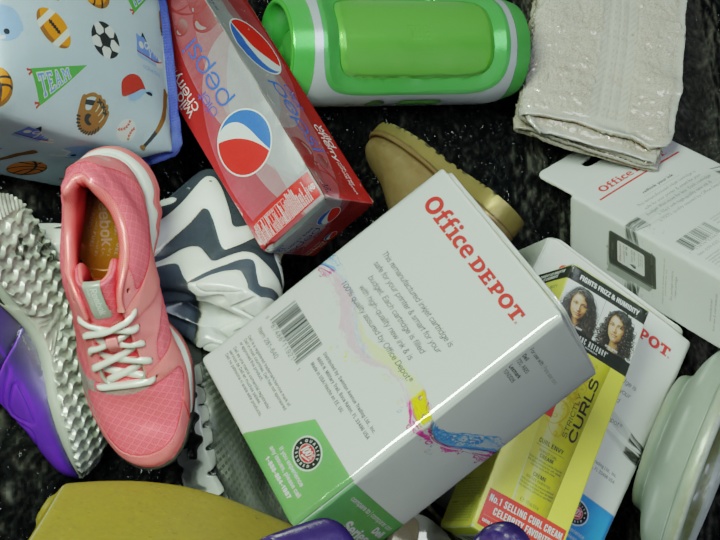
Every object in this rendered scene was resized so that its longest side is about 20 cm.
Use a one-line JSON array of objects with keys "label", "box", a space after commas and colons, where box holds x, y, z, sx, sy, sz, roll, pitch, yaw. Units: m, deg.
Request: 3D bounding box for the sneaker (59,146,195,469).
[{"label": "sneaker", "box": [-0.153, 0.027, 0.805, 0.073, 0.087, 0.203, -10, 94, 6]}]

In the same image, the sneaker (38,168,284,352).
[{"label": "sneaker", "box": [-0.142, -0.017, 0.917, 0.197, 0.080, 0.130, 5, 35, 9]}]

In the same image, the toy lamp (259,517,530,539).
[{"label": "toy lamp", "box": [0.020, 0.174, 0.776, 0.198, 0.058, 0.059, 10, 74, -40]}]

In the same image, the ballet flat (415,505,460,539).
[{"label": "ballet flat", "box": [0.067, 0.228, 0.955, 0.069, 0.069, 0.200, -43, 97, -25]}]

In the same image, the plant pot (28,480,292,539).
[{"label": "plant pot", "box": [-0.128, 0.236, 0.772, 0.199, 0.194, 0.197, 32, 105, -6]}]

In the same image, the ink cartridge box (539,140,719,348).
[{"label": "ink cartridge box", "box": [0.248, -0.034, 1.055, 0.115, 0.200, 0.067, -29, 132, -25]}]

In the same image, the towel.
[{"label": "towel", "box": [0.198, -0.182, 1.089, 0.131, 0.035, 0.202, 14, 63, -6]}]

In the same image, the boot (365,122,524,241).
[{"label": "boot", "box": [0.000, 0.000, 0.960, 0.200, 0.175, 0.066, -48, 129, -3]}]

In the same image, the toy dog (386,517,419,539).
[{"label": "toy dog", "box": [0.026, 0.263, 0.876, 0.130, 0.096, 0.203, 6, 95, -5]}]

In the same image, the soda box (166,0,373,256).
[{"label": "soda box", "box": [-0.076, -0.108, 0.921, 0.201, 0.063, 0.070, 59, 24, 18]}]

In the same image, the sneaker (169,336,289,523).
[{"label": "sneaker", "box": [-0.080, 0.140, 0.913, 0.090, 0.066, 0.202, -12, 84, -32]}]

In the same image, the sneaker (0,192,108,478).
[{"label": "sneaker", "box": [-0.231, 0.046, 0.863, 0.070, 0.098, 0.202, -59, 137, -56]}]

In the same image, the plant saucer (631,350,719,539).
[{"label": "plant saucer", "box": [0.249, 0.138, 1.012, 0.050, 0.201, 0.201, 22, 66, 22]}]

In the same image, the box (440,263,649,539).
[{"label": "box", "box": [0.129, 0.101, 0.924, 0.075, 0.050, 0.202, 31, 70, -15]}]

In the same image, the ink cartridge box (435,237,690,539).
[{"label": "ink cartridge box", "box": [0.139, 0.101, 1.003, 0.145, 0.084, 0.201, 35, 68, -12]}]

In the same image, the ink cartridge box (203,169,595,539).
[{"label": "ink cartridge box", "box": [0.023, 0.059, 0.824, 0.199, 0.084, 0.145, -38, 51, 3]}]

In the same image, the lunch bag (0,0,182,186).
[{"label": "lunch bag", "box": [-0.210, -0.171, 0.863, 0.169, 0.123, 0.203, 12, 66, -52]}]

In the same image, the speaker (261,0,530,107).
[{"label": "speaker", "box": [0.027, -0.168, 1.012, 0.198, 0.088, 0.090, -4, 80, -24]}]
